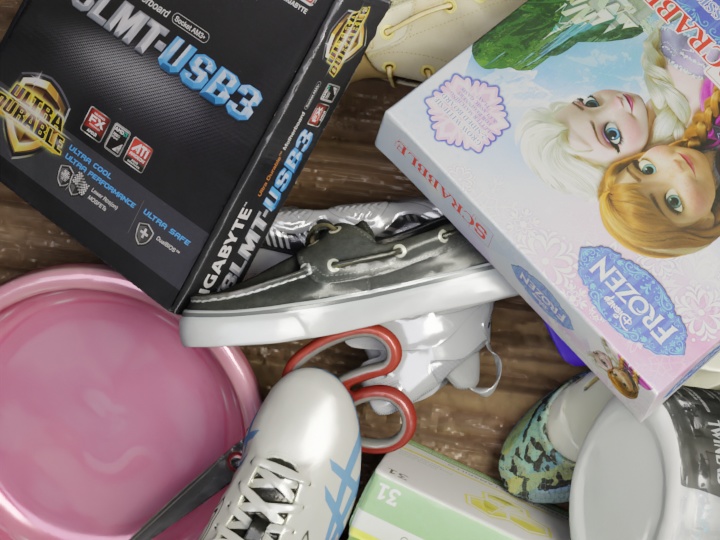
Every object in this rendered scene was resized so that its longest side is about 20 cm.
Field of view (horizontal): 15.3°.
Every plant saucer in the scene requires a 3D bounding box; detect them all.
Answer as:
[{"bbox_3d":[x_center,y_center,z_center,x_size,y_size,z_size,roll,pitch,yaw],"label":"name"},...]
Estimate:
[{"bbox_3d":[-0.148,0.089,1.495,0.199,0.051,0.201,2,107,5],"label":"plant saucer"}]

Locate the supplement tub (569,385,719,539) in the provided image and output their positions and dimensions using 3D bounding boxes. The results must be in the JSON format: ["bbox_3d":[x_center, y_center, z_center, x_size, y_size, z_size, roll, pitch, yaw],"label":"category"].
[{"bbox_3d":[0.220,0.128,1.388,0.199,0.122,0.123,9,98,-24],"label":"supplement tub"}]

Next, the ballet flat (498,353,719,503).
[{"bbox_3d":[0.161,0.065,1.446,0.199,0.074,0.074,-25,91,6],"label":"ballet flat"}]

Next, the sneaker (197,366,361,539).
[{"bbox_3d":[-0.053,0.146,1.405,0.072,0.072,0.201,22,86,7],"label":"sneaker"}]

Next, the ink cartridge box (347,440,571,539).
[{"bbox_3d":[0.063,0.154,1.406,0.145,0.200,0.048,25,100,5],"label":"ink cartridge box"}]

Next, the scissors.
[{"bbox_3d":[-0.060,0.091,1.455,0.199,0.014,0.073,-23,100,17],"label":"scissors"}]

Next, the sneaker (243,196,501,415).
[{"bbox_3d":[-0.016,0.021,1.469,0.199,0.075,0.116,-4,93,6],"label":"sneaker"}]

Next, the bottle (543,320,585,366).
[{"bbox_3d":[0.186,-0.022,1.439,0.199,0.065,0.084,-25,93,10],"label":"bottle"}]

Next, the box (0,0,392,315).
[{"bbox_3d":[-0.106,-0.106,1.443,0.200,0.050,0.199,36,103,33],"label":"box"}]

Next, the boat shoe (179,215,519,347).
[{"bbox_3d":[0.000,0.000,1.398,0.199,0.069,0.057,-11,93,-10],"label":"boat shoe"}]

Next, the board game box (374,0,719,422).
[{"bbox_3d":[0.146,-0.059,1.360,0.199,0.041,0.200,-39,77,-21],"label":"board game box"}]

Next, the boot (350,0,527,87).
[{"bbox_3d":[0.054,-0.095,1.447,0.199,0.073,0.156,-30,86,4],"label":"boot"}]
